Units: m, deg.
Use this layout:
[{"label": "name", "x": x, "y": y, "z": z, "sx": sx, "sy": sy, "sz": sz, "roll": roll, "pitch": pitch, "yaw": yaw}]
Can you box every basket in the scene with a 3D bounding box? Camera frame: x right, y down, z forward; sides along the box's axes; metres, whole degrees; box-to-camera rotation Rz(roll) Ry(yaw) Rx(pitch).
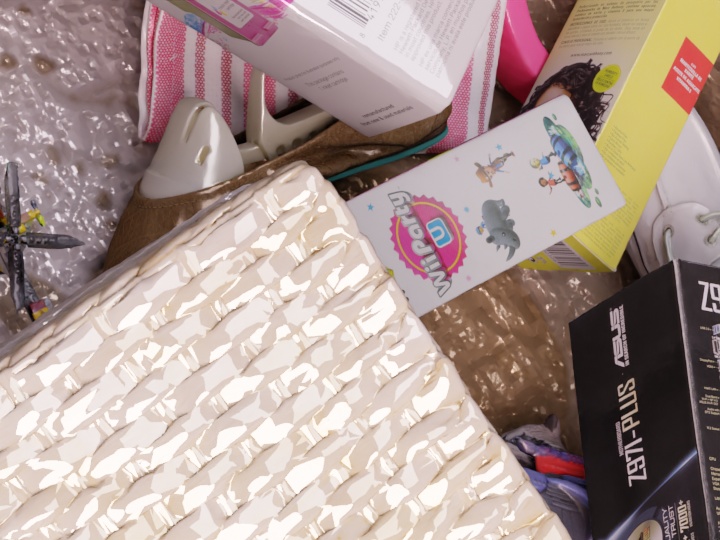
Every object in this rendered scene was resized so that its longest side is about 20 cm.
[{"label": "basket", "x": -0.051, "y": 0.088, "z": 1.104, "sx": 0.200, "sy": 0.161, "sz": 0.198, "roll": -35, "pitch": 93, "yaw": -13}]

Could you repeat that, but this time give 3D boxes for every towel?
[{"label": "towel", "x": -0.011, "y": -0.127, "z": 1.384, "sx": 0.200, "sy": 0.030, "sz": 0.146, "roll": 1, "pitch": 103, "yaw": -30}]

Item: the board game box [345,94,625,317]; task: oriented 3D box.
[{"label": "board game box", "x": 0.000, "y": 0.000, "z": 1.310, "sx": 0.200, "sy": 0.148, "sz": 0.064, "roll": -29, "pitch": 91, "yaw": -37}]

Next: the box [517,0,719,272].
[{"label": "box", "x": 0.131, "y": -0.095, "z": 1.438, "sx": 0.050, "sy": 0.075, "sz": 0.200, "roll": 40, "pitch": 67, "yaw": -32}]

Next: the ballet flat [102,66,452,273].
[{"label": "ballet flat", "x": -0.045, "y": -0.059, "z": 1.333, "sx": 0.200, "sy": 0.068, "sz": 0.072, "roll": -29, "pitch": 117, "yaw": -21}]

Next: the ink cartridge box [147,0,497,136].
[{"label": "ink cartridge box", "x": -0.031, "y": -0.175, "z": 1.282, "sx": 0.200, "sy": 0.085, "sz": 0.145, "roll": 32, "pitch": 71, "yaw": -20}]

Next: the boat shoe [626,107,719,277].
[{"label": "boat shoe", "x": 0.182, "y": -0.003, "z": 1.461, "sx": 0.074, "sy": 0.067, "sz": 0.200, "roll": -12, "pitch": 85, "yaw": -33}]

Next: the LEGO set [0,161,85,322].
[{"label": "LEGO set", "x": -0.222, "y": -0.045, "z": 1.207, "sx": 0.200, "sy": 0.116, "sz": 0.154, "roll": -1, "pitch": 72, "yaw": -33}]

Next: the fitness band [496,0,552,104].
[{"label": "fitness band", "x": 0.113, "y": -0.178, "z": 1.492, "sx": 0.144, "sy": 0.037, "sz": 0.200, "roll": -10, "pitch": 94, "yaw": -41}]

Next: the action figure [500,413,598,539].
[{"label": "action figure", "x": 0.060, "y": 0.150, "z": 1.329, "sx": 0.200, "sy": 0.105, "sz": 0.194, "roll": 25, "pitch": 53, "yaw": -20}]

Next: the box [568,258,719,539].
[{"label": "box", "x": 0.207, "y": 0.097, "z": 1.331, "sx": 0.200, "sy": 0.086, "sz": 0.164, "roll": 10, "pitch": 63, "yaw": -31}]
